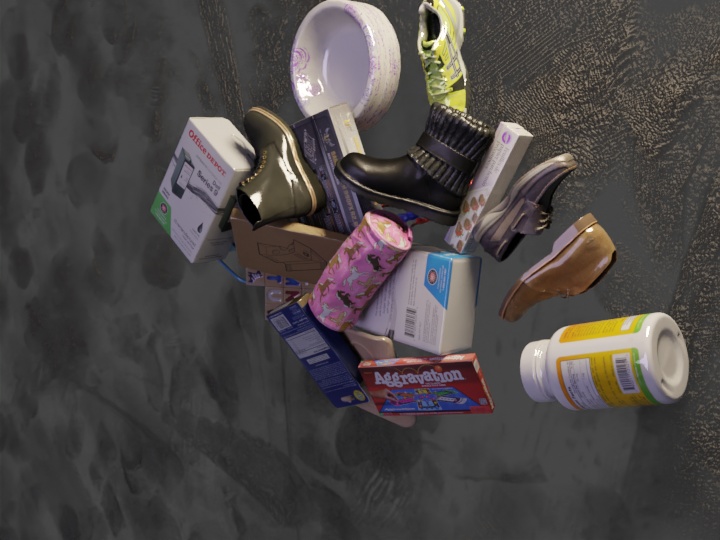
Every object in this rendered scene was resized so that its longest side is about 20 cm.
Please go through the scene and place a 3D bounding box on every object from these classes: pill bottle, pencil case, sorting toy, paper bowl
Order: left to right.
[{"bbox_3d":[-0.015,-0.326,1.428,0.198,0.103,0.205,8,102,43],"label":"paper bowl"},{"bbox_3d":[-0.002,0.161,1.473,0.198,0.036,0.188,11,132,42],"label":"sorting toy"},{"bbox_3d":[0.000,0.000,1.344,0.083,0.086,0.201,53,127,25],"label":"pencil case"},{"bbox_3d":[0.311,0.123,1.154,0.198,0.110,0.113,-14,85,44],"label":"pill bottle"}]

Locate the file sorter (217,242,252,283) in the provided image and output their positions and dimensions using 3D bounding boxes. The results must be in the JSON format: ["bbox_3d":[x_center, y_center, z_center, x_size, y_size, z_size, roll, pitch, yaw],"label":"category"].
[{"bbox_3d":[-0.171,-0.096,1.586,0.122,0.138,0.203,37,119,30],"label":"file sorter"}]

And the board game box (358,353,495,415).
[{"bbox_3d":[0.100,0.178,1.366,0.197,0.020,0.104,-7,120,31],"label":"board game box"}]

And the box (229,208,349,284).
[{"bbox_3d":[-0.110,-0.031,1.442,0.196,0.164,0.022,14,62,6],"label":"box"}]

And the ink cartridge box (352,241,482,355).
[{"bbox_3d":[0.081,0.033,1.387,0.198,0.083,0.149,16,105,43],"label":"ink cartridge box"}]

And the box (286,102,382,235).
[{"bbox_3d":[-0.053,-0.146,1.411,0.157,0.048,0.204,-13,98,47],"label":"box"}]

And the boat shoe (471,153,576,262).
[{"bbox_3d":[0.239,-0.084,1.240,0.074,0.074,0.200,55,137,13],"label":"boat shoe"}]

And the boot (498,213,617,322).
[{"bbox_3d":[0.268,0.018,1.219,0.076,0.073,0.200,51,124,15],"label":"boot"}]

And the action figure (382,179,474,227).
[{"bbox_3d":[0.094,-0.104,1.373,0.197,0.051,0.067,-17,85,31],"label":"action figure"}]

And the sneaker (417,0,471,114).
[{"bbox_3d":[0.115,-0.307,1.325,0.075,0.076,0.204,-6,91,42],"label":"sneaker"}]

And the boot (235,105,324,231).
[{"bbox_3d":[-0.157,-0.162,1.373,0.201,0.137,0.078,53,137,16],"label":"boot"}]

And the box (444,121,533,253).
[{"bbox_3d":[0.186,-0.119,1.301,0.039,0.041,0.202,42,122,32],"label":"box"}]

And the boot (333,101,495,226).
[{"bbox_3d":[0.077,-0.172,1.284,0.207,0.080,0.160,19,114,0],"label":"boot"}]

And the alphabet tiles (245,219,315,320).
[{"bbox_3d":[-0.117,-0.001,1.535,0.164,0.008,0.204,3,115,1],"label":"alphabet tiles"}]

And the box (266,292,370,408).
[{"bbox_3d":[-0.062,0.135,1.452,0.201,0.032,0.121,55,147,-8],"label":"box"}]

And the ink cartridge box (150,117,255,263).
[{"bbox_3d":[-0.260,-0.138,1.508,0.146,0.083,0.202,46,123,26],"label":"ink cartridge box"}]
